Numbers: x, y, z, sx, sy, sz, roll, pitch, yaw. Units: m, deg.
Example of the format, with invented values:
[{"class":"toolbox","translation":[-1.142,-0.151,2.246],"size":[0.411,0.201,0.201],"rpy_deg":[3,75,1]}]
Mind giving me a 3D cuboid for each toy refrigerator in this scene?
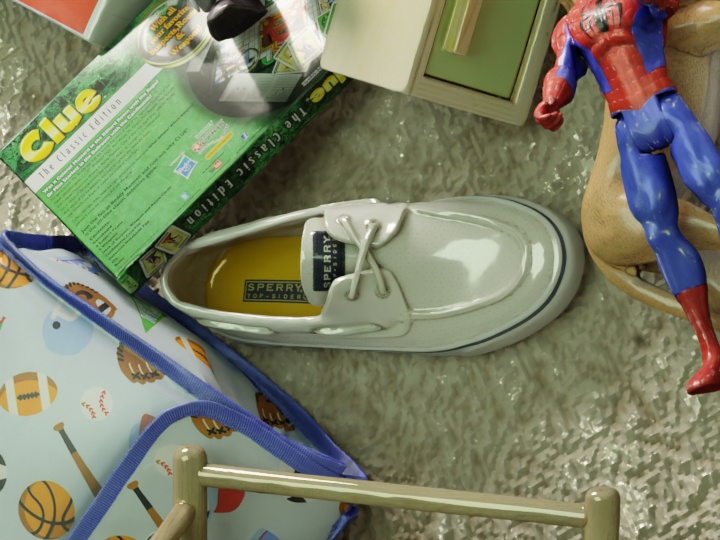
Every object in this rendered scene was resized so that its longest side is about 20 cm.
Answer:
[{"class":"toy refrigerator","translation":[0.057,-0.171,1.307],"size":[0.070,0.076,0.200],"rpy_deg":[22,96,49]}]

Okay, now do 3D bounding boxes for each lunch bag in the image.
[{"class":"lunch bag","translation":[-0.116,0.103,1.357],"size":[0.200,0.124,0.170],"rpy_deg":[38,102,14]}]

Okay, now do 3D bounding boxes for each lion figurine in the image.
[{"class":"lion figurine","translation":[0.128,-0.060,1.258],"size":[0.122,0.072,0.200],"rpy_deg":[6,77,17]}]

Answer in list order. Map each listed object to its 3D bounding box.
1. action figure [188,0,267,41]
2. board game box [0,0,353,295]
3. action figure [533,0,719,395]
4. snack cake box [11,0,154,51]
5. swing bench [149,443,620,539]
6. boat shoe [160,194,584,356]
[{"class":"action figure","translation":[-0.094,-0.205,1.348],"size":[0.130,0.069,0.200],"rpy_deg":[-40,76,15]},{"class":"board game box","translation":[-0.067,-0.091,1.375],"size":[0.200,0.023,0.105],"rpy_deg":[-44,58,-2]},{"class":"action figure","translation":[0.112,-0.054,1.187],"size":[0.065,0.099,0.200],"rpy_deg":[-26,76,21]},{"class":"snack cake box","translation":[-0.161,-0.193,1.461],"size":[0.200,0.067,0.115],"rpy_deg":[29,95,31]},{"class":"swing bench","translation":[0.002,0.195,1.235],"size":[0.199,0.130,0.200],"rpy_deg":[5,118,20]},{"class":"boat shoe","translation":[0.000,0.000,1.330],"size":[0.200,0.070,0.071],"rpy_deg":[-2,81,31]}]
